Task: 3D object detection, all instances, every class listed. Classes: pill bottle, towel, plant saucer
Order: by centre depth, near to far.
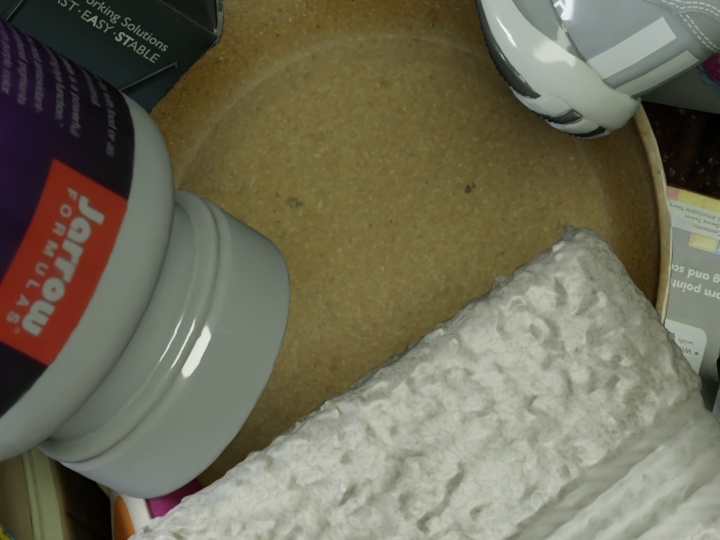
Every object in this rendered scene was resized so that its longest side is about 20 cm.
[{"bbox_3d":[-0.119,-0.017,0.782,0.200,0.111,0.112,30,78,-31],"label":"pill bottle"},{"bbox_3d":[0.019,0.093,0.805,0.200,0.034,0.133,-35,93,-9],"label":"towel"},{"bbox_3d":[0.000,0.000,0.889,0.200,0.035,0.201,-3,81,21],"label":"plant saucer"}]

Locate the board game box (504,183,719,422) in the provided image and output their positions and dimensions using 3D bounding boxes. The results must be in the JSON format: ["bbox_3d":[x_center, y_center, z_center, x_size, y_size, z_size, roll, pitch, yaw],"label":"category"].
[{"bbox_3d":[0.124,0.070,0.924,0.199,0.057,0.166,17,82,-2],"label":"board game box"}]

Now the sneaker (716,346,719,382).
[{"bbox_3d":[0.198,0.051,0.878,0.200,0.077,0.089,27,67,-6],"label":"sneaker"}]

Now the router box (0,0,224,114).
[{"bbox_3d":[-0.160,-0.081,0.842,0.200,0.062,0.150,31,119,-26],"label":"router box"}]

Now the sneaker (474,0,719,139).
[{"bbox_3d":[0.079,-0.144,0.831,0.115,0.075,0.201,-25,66,28],"label":"sneaker"}]

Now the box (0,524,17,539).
[{"bbox_3d":[-0.181,0.074,0.821,0.200,0.048,0.117,43,83,0],"label":"box"}]

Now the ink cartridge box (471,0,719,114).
[{"bbox_3d":[0.130,-0.123,0.889,0.200,0.085,0.145,12,75,37],"label":"ink cartridge box"}]

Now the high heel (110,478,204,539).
[{"bbox_3d":[0.001,0.129,0.850,0.096,0.067,0.200,-21,77,-20],"label":"high heel"}]

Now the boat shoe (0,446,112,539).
[{"bbox_3d":[-0.094,0.140,0.886,0.065,0.072,0.201,-14,74,14],"label":"boat shoe"}]
